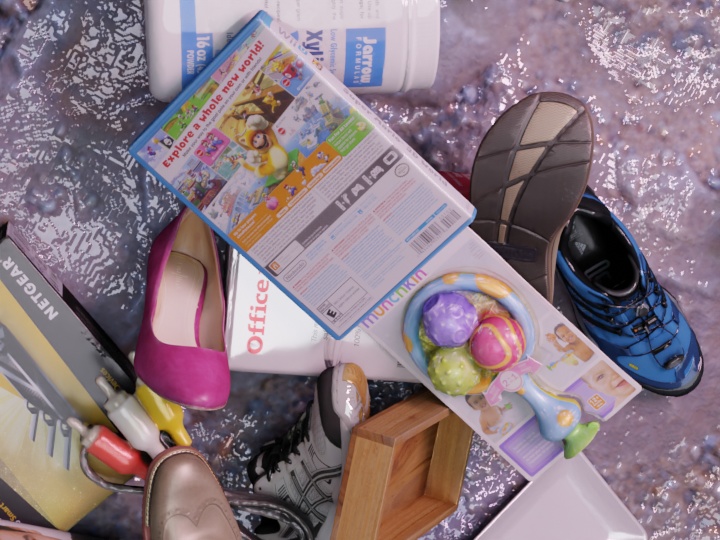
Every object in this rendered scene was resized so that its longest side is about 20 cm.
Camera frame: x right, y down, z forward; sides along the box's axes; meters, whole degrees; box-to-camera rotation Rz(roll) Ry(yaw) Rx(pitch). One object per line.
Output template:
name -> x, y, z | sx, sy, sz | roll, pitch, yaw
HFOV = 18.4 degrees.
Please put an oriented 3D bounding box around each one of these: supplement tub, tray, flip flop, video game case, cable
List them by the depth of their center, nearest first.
video game case -> -0.040, -0.061, 1.509 | 0.200, 0.018, 0.143 | 42, 119, -12
supplement tub -> -0.051, -0.185, 1.545 | 0.198, 0.132, 0.133 | -3, 104, -5
flip flop -> 0.115, -0.035, 1.559 | 0.080, 0.058, 0.201 | 11, 118, 8
cable -> -0.126, 0.155, 1.591 | 0.200, 0.050, 0.097 | 45, 97, -3
tray -> 0.033, 0.144, 1.603 | 0.037, 0.200, 0.099 | 15, 102, 17
tray -> 0.122, 0.235, 1.697 | 0.200, 0.022, 0.108 | -44, 105, -15

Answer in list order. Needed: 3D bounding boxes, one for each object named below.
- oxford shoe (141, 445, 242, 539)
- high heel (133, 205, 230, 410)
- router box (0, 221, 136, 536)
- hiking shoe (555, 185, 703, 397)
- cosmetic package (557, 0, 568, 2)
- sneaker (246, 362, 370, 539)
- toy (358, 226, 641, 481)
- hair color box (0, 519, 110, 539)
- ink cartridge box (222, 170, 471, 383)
oxford shoe -> -0.100, 0.220, 1.551 | 0.070, 0.075, 0.202 | -19, 102, -21
high heel -> -0.116, 0.024, 1.551 | 0.067, 0.200, 0.097 | 14, 108, -11
router box -> -0.253, 0.091, 1.624 | 0.157, 0.052, 0.200 | -39, 105, 3
hiking shoe -> 0.190, 0.022, 1.647 | 0.074, 0.087, 0.200 | -38, 105, 3
cosmetic package -> 0.141, -0.317, 1.521 | 0.200, 0.166, 0.167 | -43, 104, 3
sneaker -> -0.040, 0.143, 1.618 | 0.087, 0.076, 0.201 | 9, 135, 2
toy -> 0.087, 0.061, 1.556 | 0.200, 0.047, 0.115 | 40, 116, -14
hair color box -> -0.203, 0.238, 1.598 | 0.199, 0.099, 0.061 | 15, 108, -34
ink cartridge box -> 0.000, 0.000, 1.619 | 0.198, 0.084, 0.146 | 4, 103, -10
